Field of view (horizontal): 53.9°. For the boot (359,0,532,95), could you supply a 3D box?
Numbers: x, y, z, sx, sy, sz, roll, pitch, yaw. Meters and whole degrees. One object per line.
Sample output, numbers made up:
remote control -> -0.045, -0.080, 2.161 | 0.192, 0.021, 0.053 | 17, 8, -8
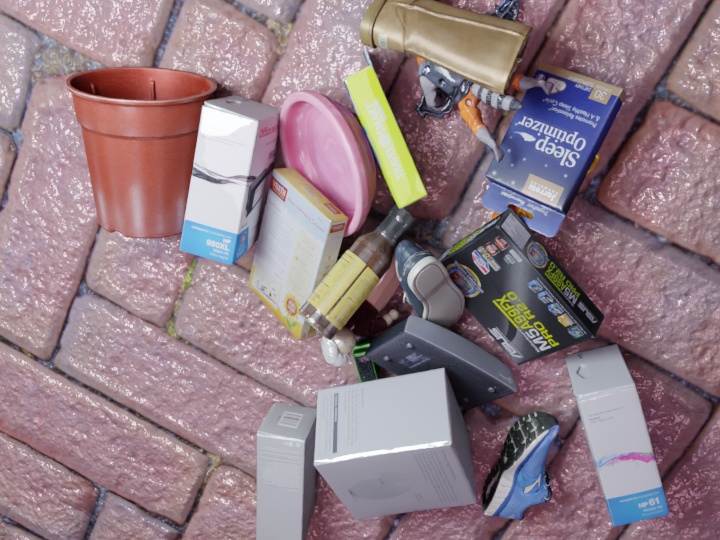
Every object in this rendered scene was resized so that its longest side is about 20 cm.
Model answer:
boot -> 0.119, -0.317, 0.881 | 0.196, 0.066, 0.178 | 21, 74, 16

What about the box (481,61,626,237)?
box -> 0.244, -0.158, 0.923 | 0.120, 0.032, 0.204 | 29, 96, 31

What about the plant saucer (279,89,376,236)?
plant saucer -> -0.041, -0.149, 0.969 | 0.050, 0.199, 0.205 | -25, 104, -26

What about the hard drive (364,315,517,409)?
hard drive -> 0.118, 0.135, 1.032 | 0.197, 0.043, 0.135 | 29, 147, -17

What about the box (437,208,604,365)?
box -> 0.215, 0.030, 0.987 | 0.200, 0.044, 0.160 | 48, 144, -6

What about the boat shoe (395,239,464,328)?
boat shoe -> 0.092, 0.026, 0.989 | 0.074, 0.200, 0.062 | -39, 56, 1

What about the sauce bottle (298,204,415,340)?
sauce bottle -> 0.000, 0.000, 0.963 | 0.065, 0.065, 0.201 | 42, 84, -5

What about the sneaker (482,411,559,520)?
sneaker -> 0.262, 0.306, 1.097 | 0.087, 0.079, 0.203 | 19, 117, -4

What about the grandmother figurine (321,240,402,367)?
grandmother figurine -> 0.006, 0.045, 1.018 | 0.120, 0.060, 0.202 | 34, 82, -12

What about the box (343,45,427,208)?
box -> 0.028, -0.192, 0.953 | 0.047, 0.122, 0.204 | -23, 102, 4

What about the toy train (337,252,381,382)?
toy train -> -0.008, 0.074, 1.077 | 0.041, 0.057, 0.205 | -12, 105, 13

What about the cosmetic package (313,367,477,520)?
cosmetic package -> 0.056, 0.260, 1.045 | 0.195, 0.125, 0.201 | -10, 138, 13

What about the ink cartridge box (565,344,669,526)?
ink cartridge box -> 0.363, 0.229, 1.012 | 0.083, 0.145, 0.204 | -17, 103, 14

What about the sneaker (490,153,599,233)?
sneaker -> 0.243, -0.103, 0.970 | 0.072, 0.077, 0.201 | 35, 111, -4

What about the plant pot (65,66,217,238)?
plant pot -> -0.300, -0.164, 0.995 | 0.195, 0.202, 0.200 | 9, 117, 7

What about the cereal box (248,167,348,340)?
cereal box -> -0.094, -0.024, 1.015 | 0.144, 0.039, 0.203 | 43, 128, 35

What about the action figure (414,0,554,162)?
action figure -> 0.152, -0.269, 0.914 | 0.192, 0.104, 0.202 | 38, 106, 18

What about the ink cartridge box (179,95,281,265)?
ink cartridge box -> -0.179, -0.131, 0.997 | 0.082, 0.145, 0.205 | 15, 109, 3

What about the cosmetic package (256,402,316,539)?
cosmetic package -> -0.118, 0.333, 1.148 | 0.088, 0.107, 0.205 | 8, 106, 6
